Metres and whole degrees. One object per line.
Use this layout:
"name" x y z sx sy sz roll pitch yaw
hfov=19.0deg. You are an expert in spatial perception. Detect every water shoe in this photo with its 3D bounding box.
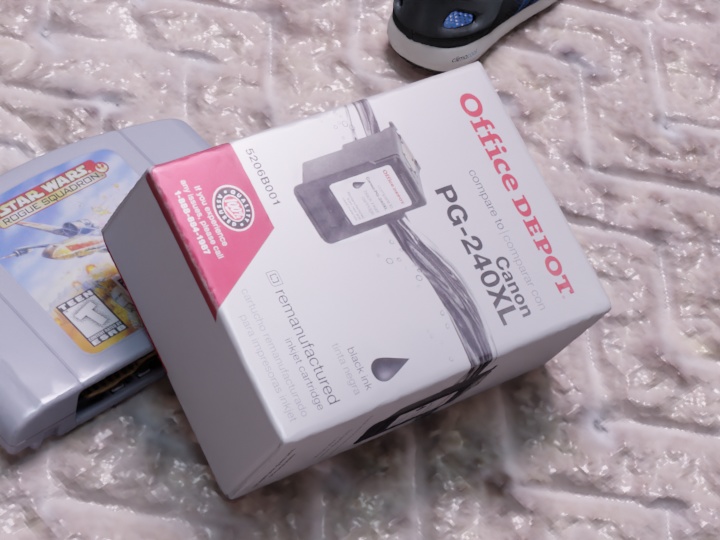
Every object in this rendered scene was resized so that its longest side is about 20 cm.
"water shoe" 0.087 -0.191 1.257 0.071 0.079 0.200 28 48 12

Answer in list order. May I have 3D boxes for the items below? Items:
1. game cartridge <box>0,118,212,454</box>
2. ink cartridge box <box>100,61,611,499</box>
"game cartridge" -0.131 -0.001 1.063 0.199 0.042 0.133 -30 65 -34
"ink cartridge box" 0.000 0.000 1.029 0.199 0.083 0.146 -21 76 -31
